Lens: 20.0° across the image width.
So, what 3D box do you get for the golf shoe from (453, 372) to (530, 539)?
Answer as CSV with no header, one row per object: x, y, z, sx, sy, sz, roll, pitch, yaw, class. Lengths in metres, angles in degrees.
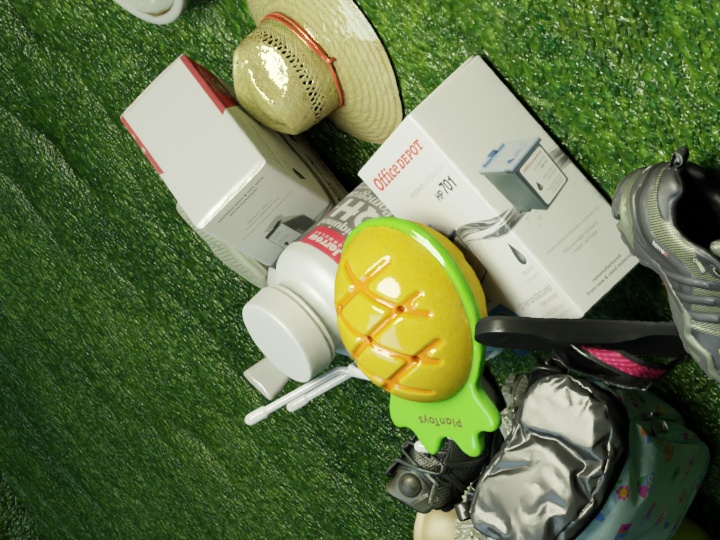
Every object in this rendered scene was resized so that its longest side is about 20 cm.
0.144,0.191,1.763,0.078,0.201,0.097,11,152,26,golf shoe

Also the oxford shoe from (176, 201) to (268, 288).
-0.122,-0.036,2.068,0.075,0.058,0.200,27,164,31,oxford shoe

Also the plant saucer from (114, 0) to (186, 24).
-0.208,-0.311,1.783,0.200,0.050,0.201,40,156,22,plant saucer

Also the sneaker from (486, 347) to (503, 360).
0.087,0.045,1.753,0.078,0.086,0.200,50,158,-3,sneaker

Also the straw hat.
-0.059,-0.163,1.694,0.201,0.085,0.201,41,157,21,straw hat

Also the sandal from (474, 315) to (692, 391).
0.181,0.064,1.511,0.075,0.199,0.045,127,144,-70,sandal

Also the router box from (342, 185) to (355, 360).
-0.023,-0.004,1.927,0.157,0.052,0.201,37,155,29,router box

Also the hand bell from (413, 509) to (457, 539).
0.159,0.271,2.014,0.199,0.104,0.104,6,134,44,hand bell

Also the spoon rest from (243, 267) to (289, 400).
-0.060,0.047,1.953,0.099,0.061,0.200,44,144,12,spoon rest

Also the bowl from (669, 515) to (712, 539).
0.221,0.242,1.762,0.200,0.199,0.108,133,138,-68,bowl

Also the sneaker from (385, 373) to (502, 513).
0.077,0.160,1.928,0.076,0.114,0.200,33,151,30,sneaker

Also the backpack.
0.187,0.158,1.620,0.127,0.167,0.200,42,-163,27,backpack

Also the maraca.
0.045,0.052,1.569,0.137,0.107,0.201,0,114,48,maraca

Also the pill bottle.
0.000,0.000,1.693,0.111,0.200,0.111,39,155,22,pill bottle

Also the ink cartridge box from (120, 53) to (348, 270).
-0.093,-0.081,1.751,0.147,0.083,0.200,52,-168,30,ink cartridge box

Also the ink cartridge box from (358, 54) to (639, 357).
0.108,-0.047,1.571,0.200,0.086,0.146,47,158,1,ink cartridge box

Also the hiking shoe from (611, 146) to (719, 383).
0.253,0.009,1.396,0.200,0.076,0.101,51,161,-2,hiking shoe

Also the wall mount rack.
0.006,0.107,1.735,0.173,0.075,0.200,12,-176,15,wall mount rack
